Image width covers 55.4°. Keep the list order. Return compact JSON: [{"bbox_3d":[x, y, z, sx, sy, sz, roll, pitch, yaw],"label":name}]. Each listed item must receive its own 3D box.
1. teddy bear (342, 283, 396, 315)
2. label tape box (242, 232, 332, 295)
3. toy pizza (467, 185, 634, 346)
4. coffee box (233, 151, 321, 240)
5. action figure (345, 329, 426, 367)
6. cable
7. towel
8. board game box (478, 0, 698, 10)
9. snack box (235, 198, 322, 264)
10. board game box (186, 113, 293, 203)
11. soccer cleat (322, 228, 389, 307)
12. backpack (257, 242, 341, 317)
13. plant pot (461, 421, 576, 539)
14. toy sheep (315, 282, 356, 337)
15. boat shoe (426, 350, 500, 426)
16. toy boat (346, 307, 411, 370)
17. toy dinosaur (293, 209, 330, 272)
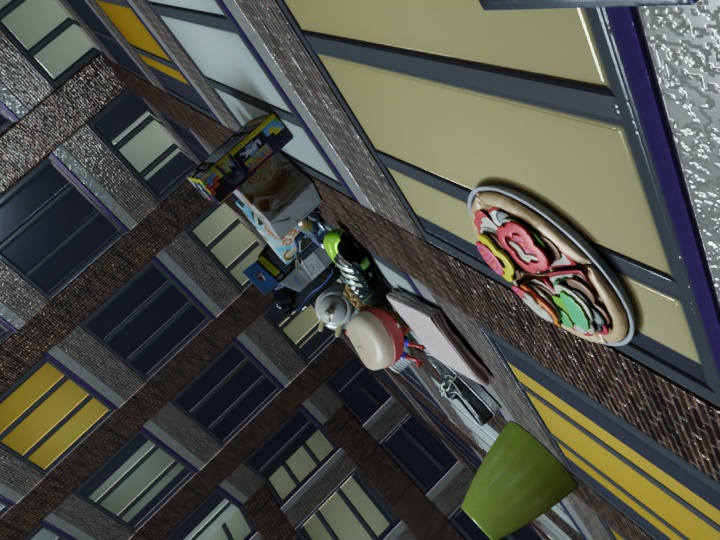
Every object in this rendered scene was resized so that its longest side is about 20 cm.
[{"bbox_3d":[0.030,0.076,1.600,0.145,0.067,0.200,46,180,42],"label":"teddy bear"},{"bbox_3d":[-0.164,-0.018,1.625,0.144,0.200,0.063,36,166,52],"label":"label tape box"},{"bbox_3d":[0.168,0.003,0.646,0.200,0.032,0.200,46,171,9],"label":"toy pizza"},{"bbox_3d":[-0.185,-0.172,1.322,0.200,0.114,0.080,43,171,23],"label":"coffee box"},{"bbox_3d":[0.044,0.172,1.600,0.198,0.066,0.099,16,-172,23],"label":"action figure"},{"bbox_3d":[0.054,0.172,1.747,0.200,0.069,0.200,45,-176,-24],"label":"cable"},{"bbox_3d":[0.146,0.123,1.308,0.191,0.032,0.200,52,170,-22],"label":"towel"},{"bbox_3d":[0.057,-0.199,0.267,0.200,0.035,0.135,52,170,-31],"label":"board game box"},{"bbox_3d":[-0.175,-0.117,1.517,0.037,0.116,0.200,38,168,45],"label":"snack box"},{"bbox_3d":[-0.215,-0.194,1.192,0.057,0.165,0.200,51,171,-20],"label":"board game box"},{"bbox_3d":[0.000,0.000,1.374,0.200,0.068,0.081,51,158,-21],"label":"soccer cleat"},{"bbox_3d":[-0.162,-0.010,1.774,0.191,0.200,0.154,49,-175,10],"label":"backpack"},{"bbox_3d":[0.310,0.454,1.428,0.187,0.200,0.187,46,172,9],"label":"plant pot"},{"bbox_3d":[-0.061,0.100,1.840,0.138,0.138,0.200,47,-166,-1],"label":"toy sheep"},{"bbox_3d":[0.203,0.248,1.464,0.199,0.068,0.074,44,171,20],"label":"boat shoe"},{"bbox_3d":[0.055,0.133,1.472,0.131,0.130,0.200,60,167,4],"label":"toy boat"},{"bbox_3d":[-0.101,-0.104,1.479,0.181,0.104,0.202,29,-126,-77],"label":"toy dinosaur"}]
